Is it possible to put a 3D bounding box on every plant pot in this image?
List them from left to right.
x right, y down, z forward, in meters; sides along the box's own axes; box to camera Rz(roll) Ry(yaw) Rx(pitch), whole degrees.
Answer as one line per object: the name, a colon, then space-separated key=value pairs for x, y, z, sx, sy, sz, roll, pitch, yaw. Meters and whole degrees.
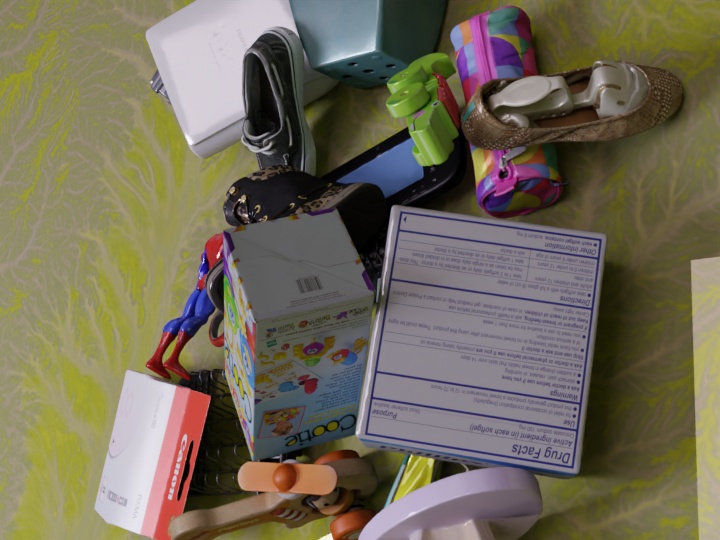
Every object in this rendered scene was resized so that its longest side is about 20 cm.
plant pot: x=0.008 y=-0.303 z=1.141 sx=0.140 sy=0.141 sz=0.202 roll=-6 pitch=81 yaw=35

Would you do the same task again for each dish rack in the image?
dish rack: x=-0.142 y=0.166 z=1.156 sx=0.199 sy=0.054 sz=0.155 roll=-11 pitch=69 yaw=35

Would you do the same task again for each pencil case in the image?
pencil case: x=0.136 y=-0.149 z=1.025 sx=0.088 sy=0.088 sz=0.202 roll=-22 pitch=63 yaw=30

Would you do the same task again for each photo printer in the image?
photo printer: x=-0.126 y=-0.242 z=1.226 sx=0.199 sy=0.069 sz=0.168 roll=-25 pitch=77 yaw=13

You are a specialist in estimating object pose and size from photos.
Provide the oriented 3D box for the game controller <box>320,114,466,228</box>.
game controller: x=0.023 y=-0.088 z=1.106 sx=0.199 sy=0.042 sz=0.105 roll=-28 pitch=35 yaw=28

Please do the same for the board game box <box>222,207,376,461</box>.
board game box: x=-0.059 y=0.059 z=0.955 sx=0.201 sy=0.104 sz=0.103 roll=98 pitch=155 yaw=-47

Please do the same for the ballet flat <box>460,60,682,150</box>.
ballet flat: x=0.186 y=-0.146 z=0.942 sx=0.198 sy=0.065 sz=0.071 roll=-13 pitch=69 yaw=-1

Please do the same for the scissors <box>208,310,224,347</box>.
scissors: x=-0.130 y=0.081 z=1.141 sx=0.073 sy=0.014 sz=0.200 roll=-38 pitch=27 yaw=13

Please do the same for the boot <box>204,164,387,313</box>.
boot: x=-0.090 y=-0.037 z=1.066 sx=0.199 sy=0.074 sz=0.150 roll=-36 pitch=34 yaw=-22

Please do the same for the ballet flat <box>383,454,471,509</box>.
ballet flat: x=0.074 y=0.157 z=1.000 sx=0.066 sy=0.067 sz=0.202 roll=15 pitch=88 yaw=17

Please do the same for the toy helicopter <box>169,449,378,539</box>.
toy helicopter: x=-0.080 y=0.215 z=1.006 sx=0.198 sy=0.133 sz=0.079 roll=-16 pitch=62 yaw=-4

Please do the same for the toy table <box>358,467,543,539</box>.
toy table: x=0.081 y=0.256 z=0.897 sx=0.200 sy=0.182 sz=0.118 roll=121 pitch=149 yaw=-47

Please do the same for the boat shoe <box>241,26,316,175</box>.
boat shoe: x=-0.097 y=-0.153 z=1.146 sx=0.072 sy=0.071 sz=0.202 roll=17 pitch=127 yaw=32

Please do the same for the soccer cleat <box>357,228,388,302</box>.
soccer cleat: x=0.000 y=0.000 z=1.082 sx=0.199 sy=0.081 sz=0.068 roll=-28 pitch=61 yaw=27

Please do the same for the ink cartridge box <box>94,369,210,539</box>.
ink cartridge box: x=-0.226 y=0.196 z=1.160 sx=0.200 sy=0.057 sz=0.164 roll=176 pitch=108 yaw=-69

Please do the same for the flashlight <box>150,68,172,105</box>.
flashlight: x=-0.174 y=-0.287 z=1.310 sx=0.201 sy=0.068 sz=0.068 roll=-53 pitch=50 yaw=12

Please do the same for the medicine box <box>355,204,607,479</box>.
medicine box: x=0.102 y=0.062 z=0.926 sx=0.180 sy=0.103 sz=0.202 roll=8 pitch=80 yaw=6

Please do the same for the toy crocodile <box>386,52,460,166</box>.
toy crocodile: x=0.065 y=-0.150 z=1.004 sx=0.061 sy=0.068 sz=0.200 roll=-26 pitch=20 yaw=13

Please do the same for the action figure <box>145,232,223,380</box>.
action figure: x=-0.168 y=0.025 z=1.201 sx=0.065 sy=0.052 sz=0.201 roll=-10 pitch=53 yaw=53
